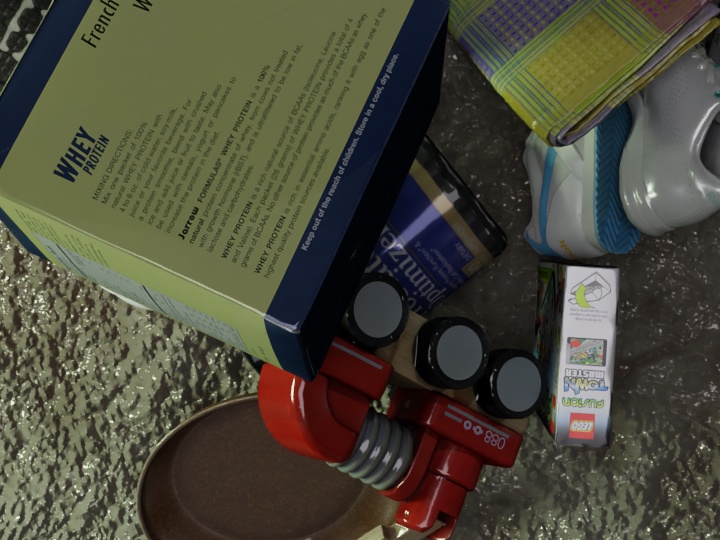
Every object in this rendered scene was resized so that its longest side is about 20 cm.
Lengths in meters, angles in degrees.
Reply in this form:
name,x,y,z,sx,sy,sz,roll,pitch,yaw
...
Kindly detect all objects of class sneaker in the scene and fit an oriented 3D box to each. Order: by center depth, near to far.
name,x,y,z,sx,sy,sz,roll,pitch,yaw
sneaker,0.226,-0.127,0.846,0.088,0.075,0.203,-18,66,45
sneaker,0.160,-0.108,0.896,0.080,0.076,0.203,-9,68,48
sneaker,-0.238,-0.212,0.930,0.077,0.088,0.202,37,63,-30

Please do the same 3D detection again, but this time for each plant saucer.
name,x,y,z,sx,sy,sz,roll,pitch,yaw
plant saucer,-0.065,0.159,0.911,0.197,0.037,0.202,-3,125,-4

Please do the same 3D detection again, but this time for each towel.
name,x,y,z,sx,sy,sz,roll,pitch,yaw
towel,0.145,-0.178,0.864,0.143,0.023,0.201,-41,43,7

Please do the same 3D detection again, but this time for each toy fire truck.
name,x,y,z,sx,sy,sz,roll,pitch,yaw
toy fire truck,0.001,0.122,0.810,0.175,0.128,0.202,28,75,-23

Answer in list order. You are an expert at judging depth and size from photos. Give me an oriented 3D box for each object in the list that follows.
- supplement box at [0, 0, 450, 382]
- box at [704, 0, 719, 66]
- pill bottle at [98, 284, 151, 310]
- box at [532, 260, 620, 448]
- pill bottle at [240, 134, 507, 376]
name,x,y,z,sx,sy,sz,roll,pitch,yaw
supplement box,-0.079,-0.077,0.699,0.198,0.134,0.202,23,75,7
box,0.326,-0.135,0.892,0.158,0.049,0.202,19,93,8
pill bottle,-0.128,-0.032,0.870,0.111,0.200,0.114,1,95,7
box,0.143,0.050,0.839,0.034,0.200,0.112,4,91,3
pill bottle,0.000,0.000,0.902,0.199,0.112,0.112,-39,86,6
